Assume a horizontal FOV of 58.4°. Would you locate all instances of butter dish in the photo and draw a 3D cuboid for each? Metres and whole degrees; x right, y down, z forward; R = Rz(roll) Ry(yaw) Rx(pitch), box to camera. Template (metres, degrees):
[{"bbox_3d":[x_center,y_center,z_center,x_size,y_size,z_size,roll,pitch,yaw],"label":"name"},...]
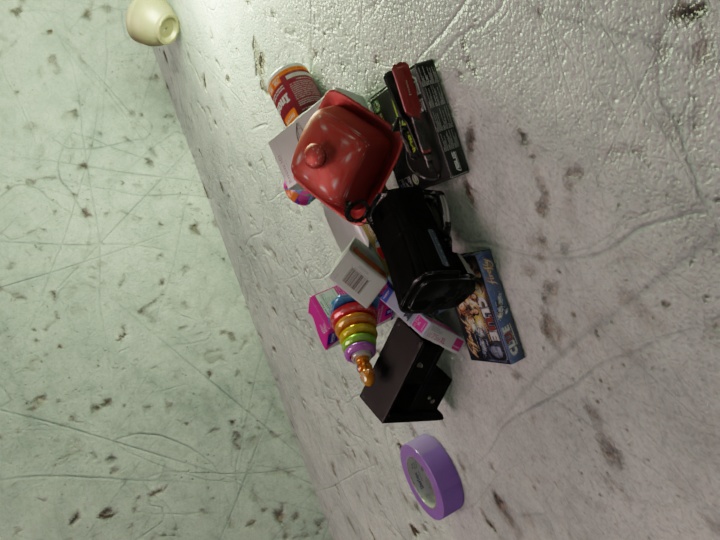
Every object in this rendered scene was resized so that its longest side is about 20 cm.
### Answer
[{"bbox_3d":[-0.052,-0.207,1.183,0.198,0.147,0.202,36,112,19],"label":"butter dish"}]

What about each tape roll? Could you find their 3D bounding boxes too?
[{"bbox_3d":[0.179,0.525,1.642,0.201,0.065,0.203,51,153,39],"label":"tape roll"}]

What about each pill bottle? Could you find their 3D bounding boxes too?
[{"bbox_3d":[-0.135,-0.379,1.526,0.203,0.111,0.113,62,157,17],"label":"pill bottle"}]

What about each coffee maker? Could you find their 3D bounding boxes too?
[{"bbox_3d":[0.086,-0.031,1.128,0.136,0.188,0.203,84,171,-54],"label":"coffee maker"}]

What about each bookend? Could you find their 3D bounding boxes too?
[{"bbox_3d":[0.129,0.218,1.387,0.092,0.198,0.202,40,112,43],"label":"bookend"}]

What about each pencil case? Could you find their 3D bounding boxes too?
[{"bbox_3d":[-0.099,-0.238,1.489,0.200,0.087,0.090,-41,69,37],"label":"pencil case"}]

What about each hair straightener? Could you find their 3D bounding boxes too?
[{"bbox_3d":[0.087,-0.248,1.108,0.077,0.040,0.203,-10,104,66],"label":"hair straightener"}]

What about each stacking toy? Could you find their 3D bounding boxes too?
[{"bbox_3d":[-0.002,0.157,1.367,0.117,0.107,0.203,105,159,-48],"label":"stacking toy"}]

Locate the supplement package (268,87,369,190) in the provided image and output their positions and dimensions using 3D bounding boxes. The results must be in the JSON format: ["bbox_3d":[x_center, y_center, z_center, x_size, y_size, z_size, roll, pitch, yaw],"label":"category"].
[{"bbox_3d":[-0.071,-0.266,1.339,0.198,0.117,0.119,-32,79,28],"label":"supplement package"}]

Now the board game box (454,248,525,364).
[{"bbox_3d":[0.219,0.067,1.180,0.135,0.034,0.204,-11,99,68],"label":"board game box"}]

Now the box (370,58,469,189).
[{"bbox_3d":[0.101,-0.249,1.167,0.193,0.047,0.204,-4,106,69],"label":"box"}]

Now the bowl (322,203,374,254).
[{"bbox_3d":[-0.009,-0.119,1.510,0.203,0.074,0.200,63,157,14],"label":"bowl"}]

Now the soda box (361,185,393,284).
[{"bbox_3d":[0.055,-0.077,1.282,0.202,0.067,0.064,62,156,20],"label":"soda box"}]

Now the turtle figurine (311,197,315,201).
[{"bbox_3d":[-0.125,-0.243,1.645,0.200,0.098,0.153,164,100,-83],"label":"turtle figurine"}]

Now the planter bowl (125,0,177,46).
[{"bbox_3d":[-0.792,-0.962,2.512,0.133,0.201,0.202,30,144,16],"label":"planter bowl"}]

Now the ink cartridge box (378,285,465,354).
[{"bbox_3d":[0.120,0.095,1.346,0.118,0.042,0.199,29,-175,-39],"label":"ink cartridge box"}]

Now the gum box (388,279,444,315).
[{"bbox_3d":[0.108,-0.028,1.350,0.200,0.044,0.173,41,144,52],"label":"gum box"}]

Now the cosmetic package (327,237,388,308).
[{"bbox_3d":[0.000,0.000,1.319,0.101,0.072,0.200,38,-171,-4],"label":"cosmetic package"}]

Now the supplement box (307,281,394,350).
[{"bbox_3d":[-0.019,0.090,1.547,0.104,0.197,0.102,56,155,28],"label":"supplement box"}]
